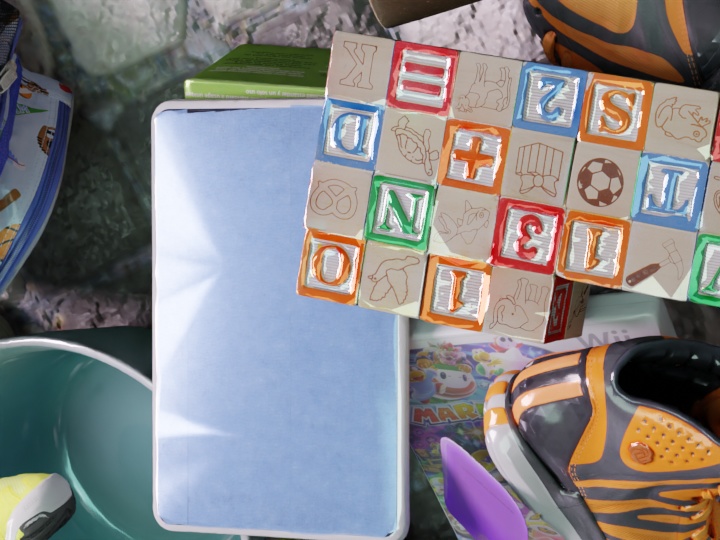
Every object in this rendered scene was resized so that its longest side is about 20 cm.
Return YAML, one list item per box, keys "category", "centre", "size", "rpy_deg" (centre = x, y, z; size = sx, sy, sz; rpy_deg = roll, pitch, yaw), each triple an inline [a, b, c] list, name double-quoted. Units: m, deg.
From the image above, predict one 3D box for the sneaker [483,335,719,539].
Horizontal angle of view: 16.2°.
- category: "sneaker"
  centre: [0.151, 0.105, 1.129]
  size: [0.112, 0.078, 0.200]
  rpy_deg: [-21, 128, 35]

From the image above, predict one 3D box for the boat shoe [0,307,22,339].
- category: "boat shoe"
  centre: [-0.276, 0.029, 1.333]
  size: [0.199, 0.072, 0.076]
  rpy_deg: [14, 114, 15]

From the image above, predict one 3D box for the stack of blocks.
- category: "stack of blocks"
  centre: [0.081, -0.029, 1.074]
  size: [0.199, 0.059, 0.116]
  rpy_deg: [10, 96, 19]

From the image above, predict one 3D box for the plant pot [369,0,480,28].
- category: "plant pot"
  centre: [0.093, -0.209, 1.063]
  size: [0.199, 0.187, 0.188]
  rpy_deg: [-8, 107, 8]

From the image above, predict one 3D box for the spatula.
- category: "spatula"
  centre: [0.073, 0.136, 1.198]
  size: [0.021, 0.200, 0.056]
  rpy_deg: [-45, 61, -8]

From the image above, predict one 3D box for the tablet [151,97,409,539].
- category: "tablet"
  centre: [-0.037, 0.022, 1.159]
  size: [0.129, 0.014, 0.201]
  rpy_deg: [1, 93, 23]

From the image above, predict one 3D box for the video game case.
- category: "video game case"
  centre: [0.097, 0.087, 1.197]
  size: [0.142, 0.018, 0.200]
  rpy_deg: [-5, 135, 22]

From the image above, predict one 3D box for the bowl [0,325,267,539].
- category: "bowl"
  centre: [-0.122, 0.108, 1.283]
  size: [0.200, 0.105, 0.202]
  rpy_deg: [10, 114, 23]

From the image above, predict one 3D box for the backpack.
- category: "backpack"
  centre: [-0.232, -0.038, 1.226]
  size: [0.153, 0.191, 0.201]
  rpy_deg: [27, 118, -9]

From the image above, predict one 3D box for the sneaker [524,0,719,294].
- category: "sneaker"
  centre: [0.109, -0.070, 1.153]
  size: [0.112, 0.077, 0.200]
  rpy_deg: [43, 117, 13]

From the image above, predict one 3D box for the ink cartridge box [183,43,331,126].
- category: "ink cartridge box"
  centre: [0.000, 0.000, 1.218]
  size: [0.147, 0.076, 0.201]
  rpy_deg: [5, 110, 19]

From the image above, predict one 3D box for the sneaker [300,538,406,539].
- category: "sneaker"
  centre: [0.018, 0.163, 1.233]
  size: [0.114, 0.075, 0.200]
  rpy_deg: [49, 160, 6]

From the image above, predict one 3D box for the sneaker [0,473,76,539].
- category: "sneaker"
  centre: [-0.226, 0.130, 1.238]
  size: [0.199, 0.075, 0.077]
  rpy_deg: [-21, 101, 30]
